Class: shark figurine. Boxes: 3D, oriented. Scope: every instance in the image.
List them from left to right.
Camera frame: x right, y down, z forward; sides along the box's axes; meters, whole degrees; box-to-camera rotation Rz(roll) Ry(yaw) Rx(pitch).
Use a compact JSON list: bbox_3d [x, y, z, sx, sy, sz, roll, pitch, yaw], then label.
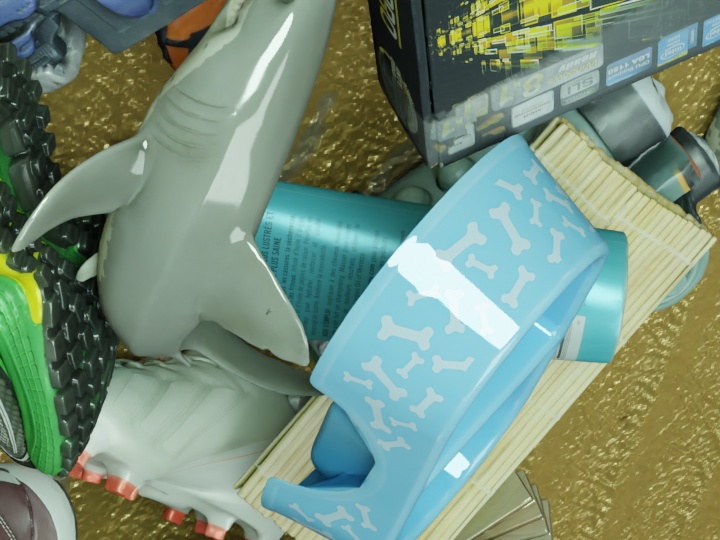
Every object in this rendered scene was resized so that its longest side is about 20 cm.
[{"bbox_3d":[-0.046,0.005,0.977,0.128,0.089,0.215,-43,163,-28],"label":"shark figurine"}]

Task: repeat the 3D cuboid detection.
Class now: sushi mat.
[{"bbox_3d":[0.046,0.037,1.177,0.096,0.012,0.200,36,99,-33],"label":"sushi mat"}]

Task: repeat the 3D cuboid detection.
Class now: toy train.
[{"bbox_3d":[0.054,-0.006,1.209,0.200,0.085,0.114,-35,136,1],"label":"toy train"}]

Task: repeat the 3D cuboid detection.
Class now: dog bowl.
[{"bbox_3d":[0.027,0.035,1.022,0.111,0.050,0.200,-45,168,-30],"label":"dog bowl"}]

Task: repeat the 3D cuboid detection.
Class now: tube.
[{"bbox_3d":[0.000,0.000,1.122,0.200,0.050,0.077,7,112,-3],"label":"tube"}]

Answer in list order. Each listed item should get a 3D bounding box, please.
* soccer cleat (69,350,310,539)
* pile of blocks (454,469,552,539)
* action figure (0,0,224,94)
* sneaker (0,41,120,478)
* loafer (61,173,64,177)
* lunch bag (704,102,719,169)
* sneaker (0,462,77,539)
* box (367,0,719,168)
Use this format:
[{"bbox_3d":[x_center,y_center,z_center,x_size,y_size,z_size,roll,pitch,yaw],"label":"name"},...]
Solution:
[{"bbox_3d":[-0.079,0.057,1.184,0.200,0.069,0.078,33,77,-58],"label":"soccer cleat"},{"bbox_3d":[0.040,0.127,1.259,0.082,0.200,0.062,-11,166,10],"label":"pile of blocks"},{"bbox_3d":[-0.083,-0.108,0.987,0.200,0.105,0.193,-22,145,28],"label":"action figure"},{"bbox_3d":[-0.135,-0.005,0.999,0.085,0.078,0.200,1,139,18],"label":"sneaker"},{"bbox_3d":[-0.177,0.021,1.067,0.200,0.075,0.070,-32,124,-19],"label":"loafer"},{"bbox_3d":[0.257,-0.064,1.225,0.139,0.168,0.200,-7,137,-34],"label":"lunch bag"},{"bbox_3d":[-0.178,0.161,1.114,0.076,0.200,0.115,-10,158,40],"label":"sneaker"},{"bbox_3d":[0.096,-0.129,0.943,0.200,0.049,0.161,-23,151,-10],"label":"box"}]
